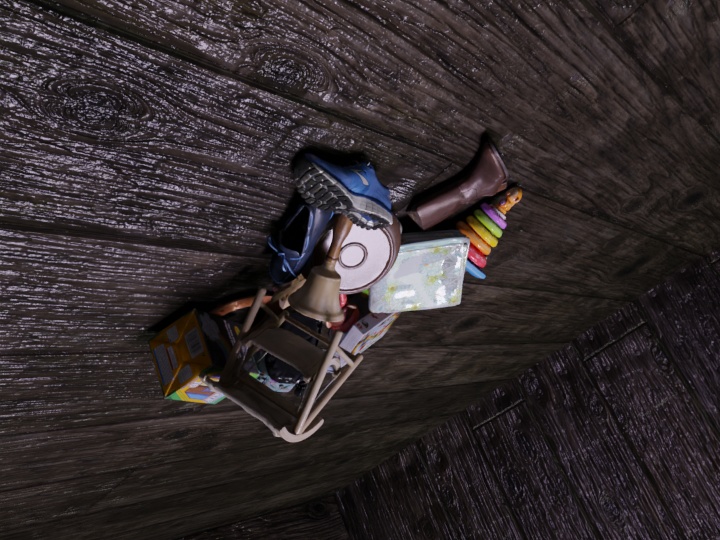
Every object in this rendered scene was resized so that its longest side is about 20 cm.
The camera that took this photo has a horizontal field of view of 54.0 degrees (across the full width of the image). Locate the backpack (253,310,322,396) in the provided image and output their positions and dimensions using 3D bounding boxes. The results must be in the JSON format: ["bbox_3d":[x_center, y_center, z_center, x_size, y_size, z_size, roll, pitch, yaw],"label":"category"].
[{"bbox_3d":[-0.161,0.172,1.453,0.125,0.169,0.200,22,156,-11],"label":"backpack"}]

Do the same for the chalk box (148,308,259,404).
[{"bbox_3d":[-0.288,0.173,1.364,0.123,0.126,0.200,-32,154,14],"label":"chalk box"}]

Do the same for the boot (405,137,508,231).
[{"bbox_3d":[0.173,-0.151,1.310,0.197,0.065,0.187,-24,156,6],"label":"boot"}]

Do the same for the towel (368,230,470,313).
[{"bbox_3d":[0.115,0.005,1.409,0.196,0.048,0.174,-4,125,-9],"label":"towel"}]

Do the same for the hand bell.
[{"bbox_3d":[-0.046,-0.026,1.194,0.103,0.104,0.203,1,114,-47],"label":"hand bell"}]

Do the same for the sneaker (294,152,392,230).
[{"bbox_3d":[-0.025,-0.138,1.117,0.078,0.091,0.199,-15,150,40],"label":"sneaker"}]

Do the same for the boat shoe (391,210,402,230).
[{"bbox_3d":[-0.016,-0.045,1.316,0.200,0.072,0.061,-36,153,1],"label":"boat shoe"}]

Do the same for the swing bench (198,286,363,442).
[{"bbox_3d":[-0.138,0.171,1.237,0.202,0.197,0.130,-57,150,-13],"label":"swing bench"}]

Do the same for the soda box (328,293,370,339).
[{"bbox_3d":[-0.024,0.130,1.676,0.067,0.064,0.201,-17,154,-20],"label":"soda box"}]

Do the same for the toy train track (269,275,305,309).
[{"bbox_3d":[-0.124,-0.006,1.323,0.114,0.033,0.201,-30,155,-41],"label":"toy train track"}]

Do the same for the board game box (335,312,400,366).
[{"bbox_3d":[0.019,0.134,1.570,0.199,0.035,0.127,-30,160,-52],"label":"board game box"}]

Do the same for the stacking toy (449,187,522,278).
[{"bbox_3d":[0.266,-0.096,1.482,0.109,0.116,0.200,35,103,-33],"label":"stacking toy"}]

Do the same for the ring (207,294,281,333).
[{"bbox_3d":[-0.253,0.100,1.432,0.197,0.019,0.201,-23,157,-10],"label":"ring"}]

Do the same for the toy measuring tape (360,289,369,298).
[{"bbox_3d":[0.076,0.023,1.521,0.073,0.075,0.199,1,158,-46],"label":"toy measuring tape"}]

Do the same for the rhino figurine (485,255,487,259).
[{"bbox_3d":[0.252,-0.043,1.609,0.086,0.060,0.200,-5,149,-43],"label":"rhino figurine"}]

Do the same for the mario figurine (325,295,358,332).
[{"bbox_3d":[-0.076,0.061,1.496,0.121,0.108,0.200,3,160,31],"label":"mario figurine"}]

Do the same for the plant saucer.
[{"bbox_3d":[-0.018,-0.034,1.259,0.196,0.035,0.203,-7,124,-11],"label":"plant saucer"}]

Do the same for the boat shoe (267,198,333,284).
[{"bbox_3d":[-0.117,-0.055,1.187,0.068,0.084,0.202,-28,151,-50],"label":"boat shoe"}]
